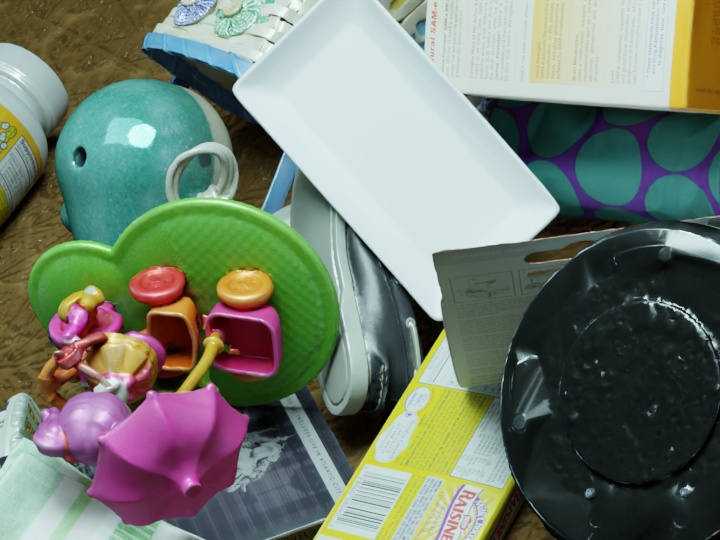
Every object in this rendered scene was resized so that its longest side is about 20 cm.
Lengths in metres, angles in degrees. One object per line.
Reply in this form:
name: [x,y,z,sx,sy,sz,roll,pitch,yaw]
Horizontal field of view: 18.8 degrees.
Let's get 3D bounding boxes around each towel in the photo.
towel: [-0.141,0.197,1.220,0.199,0.023,0.153,28,56,3]

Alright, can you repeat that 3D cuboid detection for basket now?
basket: [-0.088,-0.126,1.594,0.176,0.139,0.201,15,81,46]

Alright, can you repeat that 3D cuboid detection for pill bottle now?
pill bottle: [-0.318,-0.084,1.722,0.112,0.113,0.201,4,47,39]

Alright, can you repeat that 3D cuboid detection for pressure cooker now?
pressure cooker: [0.184,0.074,1.094,0.178,0.199,0.177,-18,67,33]

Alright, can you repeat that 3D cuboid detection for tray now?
tray: [0.022,-0.076,1.351,0.107,0.200,0.022,-42,-8,7]

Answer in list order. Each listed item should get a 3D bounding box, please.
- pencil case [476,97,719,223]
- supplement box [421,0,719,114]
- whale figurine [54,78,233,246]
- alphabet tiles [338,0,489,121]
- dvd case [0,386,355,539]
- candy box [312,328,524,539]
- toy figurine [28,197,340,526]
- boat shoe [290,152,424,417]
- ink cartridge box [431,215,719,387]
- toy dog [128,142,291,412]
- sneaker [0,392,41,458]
pencil case: [0.171,-0.075,1.379,0.199,0.085,0.093,9,75,42]
supplement box: [0.137,-0.163,1.319,0.199,0.127,0.073,9,7,40]
whale figurine: [-0.163,-0.034,1.503,0.158,0.103,0.202,9,88,41]
alphabet tiles: [0.075,-0.145,1.434,0.195,0.201,0.015,-42,38,-17]
dvd case: [-0.109,0.133,1.328,0.199,0.016,0.149,-19,39,-12]
candy box: [0.057,0.108,1.278,0.102,0.027,0.201,12,52,31]
toy figurine: [-0.127,0.066,1.261,0.198,0.151,0.185,4,33,11]
boat shoe: [0.000,0.000,1.379,0.060,0.074,0.201,4,55,-23]
ink cartridge box: [0.123,0.002,1.198,0.161,0.200,0.057,-8,62,4]
toy dog: [-0.107,0.028,1.424,0.200,0.132,0.096,-49,32,7]
sneaker: [-0.240,0.159,1.398,0.087,0.076,0.201,-22,35,12]
